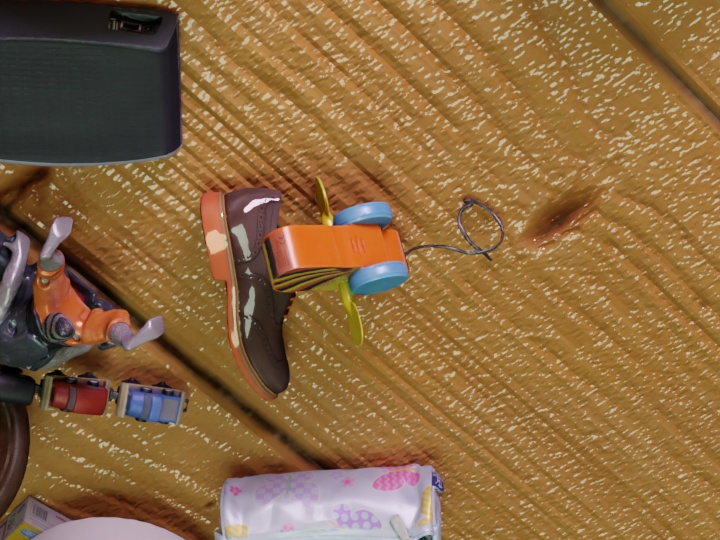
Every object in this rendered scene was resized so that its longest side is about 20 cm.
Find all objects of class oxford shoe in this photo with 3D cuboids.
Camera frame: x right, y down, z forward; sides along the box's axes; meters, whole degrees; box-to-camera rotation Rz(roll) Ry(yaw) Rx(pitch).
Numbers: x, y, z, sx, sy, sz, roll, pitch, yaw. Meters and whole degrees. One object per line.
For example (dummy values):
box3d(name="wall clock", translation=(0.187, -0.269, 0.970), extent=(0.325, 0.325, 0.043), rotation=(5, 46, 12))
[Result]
box3d(name="oxford shoe", translation=(-0.075, 0.022, 1.702), extent=(0.072, 0.071, 0.200), rotation=(-11, 127, 3))

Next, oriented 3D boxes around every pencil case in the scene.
box3d(name="pencil case", translation=(-0.025, 0.219, 1.839), extent=(0.199, 0.091, 0.083), rotation=(-3, 128, 4))

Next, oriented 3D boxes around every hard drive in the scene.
box3d(name="hard drive", translation=(-0.237, -0.138, 1.596), extent=(0.199, 0.042, 0.135), rotation=(2, 128, -1))

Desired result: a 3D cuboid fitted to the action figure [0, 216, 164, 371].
box3d(name="action figure", translation=(-0.269, 0.021, 1.670), extent=(0.200, 0.105, 0.193), rotation=(37, 148, -19))

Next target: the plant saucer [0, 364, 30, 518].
box3d(name="plant saucer", translation=(-0.362, 0.138, 1.728), extent=(0.200, 0.201, 0.034), rotation=(32, 161, -22))

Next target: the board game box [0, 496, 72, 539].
box3d(name="board game box", translation=(-0.264, 0.302, 1.941), extent=(0.200, 0.034, 0.134), rotation=(34, 121, -23))

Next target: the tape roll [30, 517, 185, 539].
box3d(name="tape roll", translation=(-0.224, 0.316, 1.885), extent=(0.202, 0.071, 0.203), rotation=(0, 128, 0))

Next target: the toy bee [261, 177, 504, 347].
box3d(name="toy bee", translation=(0.000, 0.000, 1.661), extent=(0.200, 0.131, 0.109), rotation=(17, 151, -25))

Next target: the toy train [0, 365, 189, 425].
box3d(name="toy train", translation=(-0.233, 0.103, 1.750), extent=(0.200, 0.046, 0.034), rotation=(9, 95, -26))
